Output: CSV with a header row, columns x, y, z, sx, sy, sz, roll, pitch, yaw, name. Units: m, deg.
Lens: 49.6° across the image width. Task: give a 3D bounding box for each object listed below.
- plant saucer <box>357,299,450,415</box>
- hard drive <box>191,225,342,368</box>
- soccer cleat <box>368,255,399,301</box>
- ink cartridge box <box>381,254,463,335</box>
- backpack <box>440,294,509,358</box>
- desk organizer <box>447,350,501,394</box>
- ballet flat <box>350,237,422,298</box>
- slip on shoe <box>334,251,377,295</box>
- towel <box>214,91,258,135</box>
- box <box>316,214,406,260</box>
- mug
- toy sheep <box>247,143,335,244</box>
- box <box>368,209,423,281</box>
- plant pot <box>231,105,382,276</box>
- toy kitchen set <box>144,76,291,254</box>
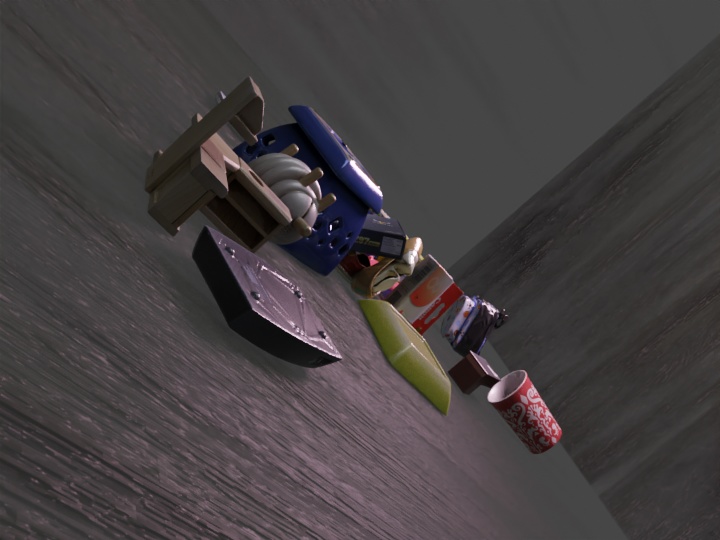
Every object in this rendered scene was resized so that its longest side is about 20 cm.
x,y,z,sx,sy,sz,roll,pitch,yaw,name
0.093,0.150,1.472,0.200,0.048,0.200,45,9,-35,plant saucer
-0.103,0.039,0.863,0.136,0.042,0.200,56,9,31,hard drive
0.054,0.041,1.753,0.199,0.077,0.066,37,32,24,soccer cleat
0.139,0.076,1.663,0.050,0.162,0.200,48,4,41,ink cartridge box
0.325,0.164,2.332,0.153,0.201,0.190,36,4,2,backpack
0.287,0.264,1.951,0.072,0.077,0.200,53,8,22,desk organizer
0.068,0.000,1.561,0.063,0.199,0.070,30,-38,39,ballet flat
0.000,0.000,1.591,0.074,0.061,0.200,53,6,32,slip on shoe
-0.248,-0.303,1.717,0.200,0.024,0.147,49,5,-28,towel
-0.016,-0.080,1.516,0.196,0.052,0.158,12,14,-6,box
0.465,0.395,2.199,0.201,0.133,0.178,52,9,-8,mug
-0.115,-0.105,1.137,0.138,0.138,0.200,44,1,-37,toy sheep
0.071,-0.041,1.965,0.200,0.122,0.194,42,11,-45,box
-0.085,-0.143,1.320,0.201,0.179,0.200,53,8,30,plant pot
-0.130,-0.101,0.916,0.181,0.163,0.201,46,9,-27,toy kitchen set
